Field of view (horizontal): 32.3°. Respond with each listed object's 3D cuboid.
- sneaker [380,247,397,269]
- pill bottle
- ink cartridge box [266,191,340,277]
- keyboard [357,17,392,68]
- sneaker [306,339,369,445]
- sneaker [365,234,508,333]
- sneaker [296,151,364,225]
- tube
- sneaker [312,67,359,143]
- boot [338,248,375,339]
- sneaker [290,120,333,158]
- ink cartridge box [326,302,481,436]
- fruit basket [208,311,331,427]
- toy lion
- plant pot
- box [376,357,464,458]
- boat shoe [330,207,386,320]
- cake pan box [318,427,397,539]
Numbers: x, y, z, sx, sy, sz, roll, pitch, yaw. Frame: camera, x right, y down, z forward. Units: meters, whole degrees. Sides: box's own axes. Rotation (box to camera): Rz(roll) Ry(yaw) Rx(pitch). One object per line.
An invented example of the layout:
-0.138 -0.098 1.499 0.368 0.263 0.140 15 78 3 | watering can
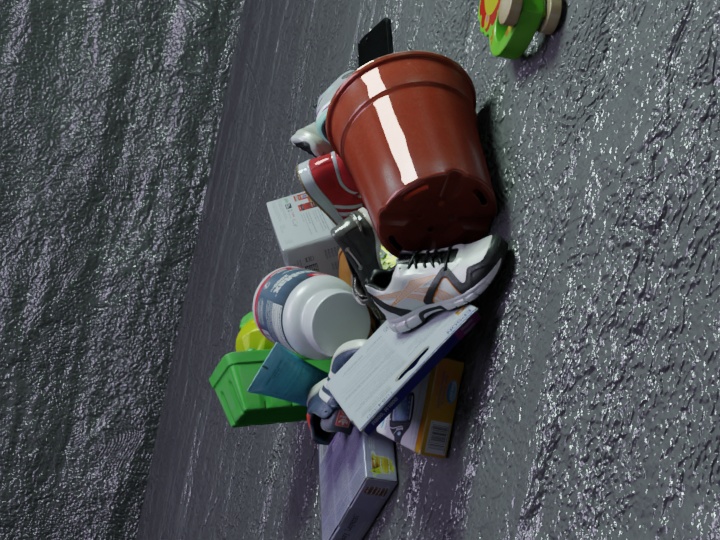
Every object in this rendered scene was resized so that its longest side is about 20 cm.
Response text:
0.042 -0.003 1.712 0.201 0.076 0.076 -107 34 -54 | sneaker
-0.066 0.062 1.757 0.200 0.119 0.121 13 92 64 | pill bottle
-0.046 -0.062 1.978 0.200 0.174 0.085 -114 8 -63 | ink cartridge box
0.028 -0.321 2.068 0.104 0.039 0.201 -34 41 35 | keyboard
-0.017 0.169 1.665 0.200 0.074 0.085 122 157 -49 | sneaker
0.086 0.005 1.457 0.199 0.080 0.074 -30 20 35 | sneaker
0.001 -0.116 1.769 0.112 0.200 0.072 -24 62 16 | sneaker
-0.083 0.160 1.755 0.050 0.200 0.078 26 87 35 | tube
0.023 -0.259 1.760 0.140 0.198 0.078 -110 2 -58 | sneaker
-0.005 0.055 1.832 0.201 0.076 0.156 120 154 -43 | boot
-0.041 -0.206 1.829 0.082 0.075 0.200 -61 -11 17 | sneaker
0.055 0.106 1.497 0.196 0.043 0.200 -46 18 -1 | ink cartridge box
-0.142 0.143 2.012 0.156 0.214 0.218 130 147 -58 | fruit basket
0.182 -0.344 1.507 0.192 0.068 0.202 122 154 -66 | toy lion
0.072 -0.129 1.525 0.196 0.199 0.202 -106 31 -42 | plant pot
0.070 0.161 1.577 0.200 0.041 0.120 -173 94 -75 | box
0.000 0.000 1.620 0.067 0.057 0.201 53 164 40 | boat shoe
-0.009 0.275 1.750 0.185 0.052 0.201 -93 22 -46 | cake pan box
